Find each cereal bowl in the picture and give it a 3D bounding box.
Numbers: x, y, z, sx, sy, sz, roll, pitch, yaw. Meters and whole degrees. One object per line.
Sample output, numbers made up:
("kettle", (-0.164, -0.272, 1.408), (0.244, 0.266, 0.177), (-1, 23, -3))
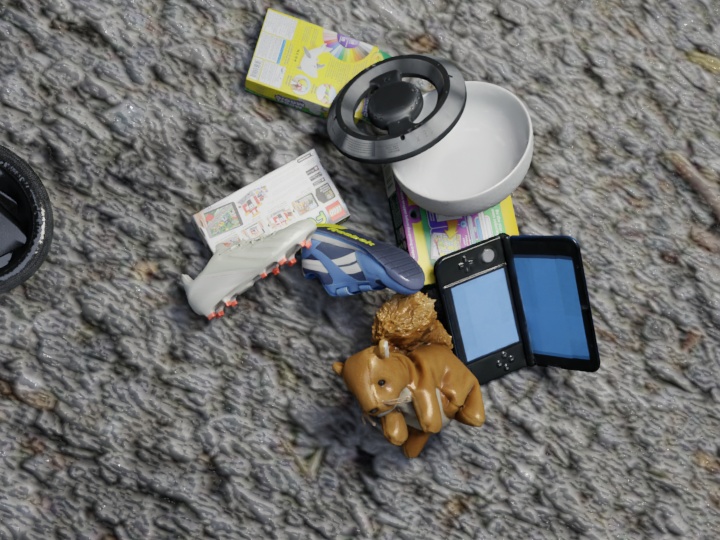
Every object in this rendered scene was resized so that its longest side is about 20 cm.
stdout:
("cereal bowl", (0.139, -0.154, 1.254), (0.196, 0.084, 0.203), (-7, 57, 11))

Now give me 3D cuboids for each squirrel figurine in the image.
("squirrel figurine", (0.050, 0.125, 1.212), (0.185, 0.140, 0.204), (24, 54, -38))

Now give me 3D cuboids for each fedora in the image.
("fedora", (-0.483, -0.060, 1.180), (0.196, 0.092, 0.205), (2, 80, -11))

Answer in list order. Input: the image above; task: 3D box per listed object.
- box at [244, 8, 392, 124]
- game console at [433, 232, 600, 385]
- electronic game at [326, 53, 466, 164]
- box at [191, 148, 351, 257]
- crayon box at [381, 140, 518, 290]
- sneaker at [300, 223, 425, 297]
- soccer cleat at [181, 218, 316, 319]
("box", (-0.057, -0.287, 1.335), (0.196, 0.048, 0.120), (18, 76, -6))
("game console", (0.212, 0.062, 1.256), (0.168, 0.118, 0.204), (-20, 109, -13))
("electronic game", (0.047, -0.221, 1.248), (0.196, 0.042, 0.203), (-12, 49, 13))
("box", (-0.124, -0.073, 1.287), (0.198, 0.035, 0.111), (-30, 87, -15))
("crayon box", (0.132, -0.083, 1.331), (0.169, 0.058, 0.204), (-8, 81, -14))
("sneaker", (0.000, 0.000, 1.223), (0.073, 0.198, 0.084), (-6, 114, -52))
("soccer cleat", (-0.148, -0.016, 1.209), (0.198, 0.069, 0.078), (-36, 84, 6))
